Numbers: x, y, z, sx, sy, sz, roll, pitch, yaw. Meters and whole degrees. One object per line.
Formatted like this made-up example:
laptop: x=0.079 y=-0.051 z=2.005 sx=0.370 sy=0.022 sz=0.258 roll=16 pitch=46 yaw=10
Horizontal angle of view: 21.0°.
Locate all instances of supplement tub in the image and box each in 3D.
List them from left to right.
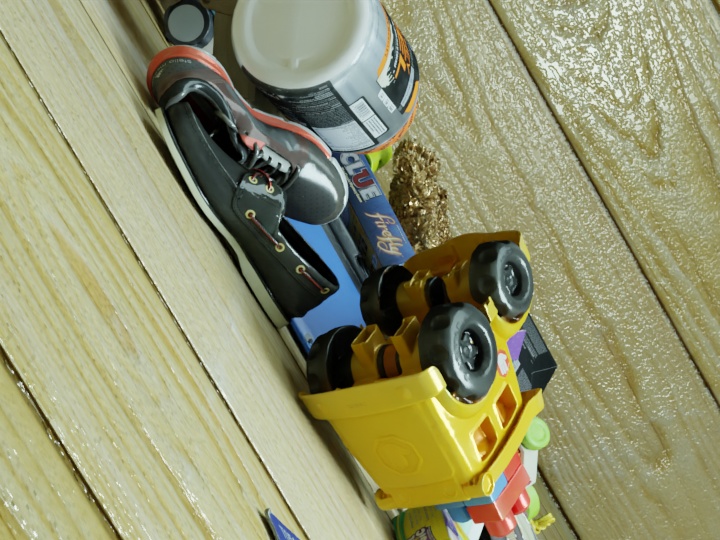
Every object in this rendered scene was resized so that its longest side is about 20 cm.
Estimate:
supplement tub: x=-0.022 y=-0.172 z=1.613 sx=0.123 sy=0.122 sz=0.200 roll=61 pitch=7 yaw=20

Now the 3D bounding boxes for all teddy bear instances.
teddy bear: x=0.046 y=-0.042 z=1.810 sx=0.146 sy=0.066 sz=0.201 roll=105 pitch=-13 yaw=-47

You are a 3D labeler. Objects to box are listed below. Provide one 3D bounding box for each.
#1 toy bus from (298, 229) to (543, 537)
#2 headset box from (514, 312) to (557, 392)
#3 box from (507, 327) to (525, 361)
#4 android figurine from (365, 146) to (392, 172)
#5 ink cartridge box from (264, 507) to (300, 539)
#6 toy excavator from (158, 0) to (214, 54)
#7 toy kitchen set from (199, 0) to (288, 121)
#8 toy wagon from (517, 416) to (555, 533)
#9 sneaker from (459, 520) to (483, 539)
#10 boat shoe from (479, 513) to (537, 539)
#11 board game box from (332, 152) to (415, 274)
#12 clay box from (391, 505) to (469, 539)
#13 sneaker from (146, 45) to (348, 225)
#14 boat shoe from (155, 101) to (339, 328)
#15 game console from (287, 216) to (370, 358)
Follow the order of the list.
toy bus: x=0.075 y=0.093 z=1.454 sx=0.193 sy=0.135 sz=0.200 roll=59 pitch=41 yaw=-20
headset box: x=0.086 y=0.065 z=2.032 sx=0.199 sy=0.075 sz=0.149 roll=12 pitch=-33 yaw=39
box: x=0.053 y=0.025 z=1.896 sx=0.200 sy=0.136 sz=0.039 roll=51 pitch=-41 yaw=45
android figurine: x=-0.058 y=-0.134 z=1.830 sx=0.181 sy=0.041 sz=0.200 roll=25 pitch=21 yaw=14
ink cartridge box: x=0.031 y=0.236 z=1.087 sx=0.201 sy=0.043 sz=0.196 roll=64 pitch=6 yaw=30
toy excavator: x=-0.124 y=-0.325 z=1.881 sx=0.196 sy=0.199 sz=0.100 roll=61 pitch=4 yaw=8
toy kitchen set: x=-0.128 y=-0.238 z=1.716 sx=0.163 sy=0.179 sz=0.202 roll=-39 pitch=140 yaw=-54
toy wagon: x=0.127 y=0.178 z=1.957 sx=0.155 sy=0.039 sz=0.201 roll=-37 pitch=-99 yaw=51
sneaker: x=0.041 y=0.140 z=1.560 sx=0.118 sy=0.073 sz=0.203 roll=3 pitch=88 yaw=-43
boat shoe: x=0.091 y=0.197 z=1.694 sx=0.201 sy=0.074 sz=0.073 roll=59 pitch=36 yaw=-9
board game box: x=0.000 y=0.000 z=1.753 sx=0.201 sy=0.034 sz=0.136 roll=99 pitch=-31 yaw=-55
clay box: x=0.076 y=0.248 z=1.456 sx=0.115 sy=0.047 sz=0.200 roll=57 pitch=4 yaw=-16
sneaker: x=-0.091 y=-0.089 z=1.527 sx=0.199 sy=0.077 sz=0.082 roll=37 pitch=22 yaw=-24
boat shoe: x=-0.086 y=-0.050 z=1.468 sx=0.202 sy=0.063 sz=0.074 roll=57 pitch=8 yaw=-25
game console: x=-0.042 y=0.039 z=1.653 sx=0.201 sy=0.118 sz=0.171 roll=61 pitch=-26 yaw=3
